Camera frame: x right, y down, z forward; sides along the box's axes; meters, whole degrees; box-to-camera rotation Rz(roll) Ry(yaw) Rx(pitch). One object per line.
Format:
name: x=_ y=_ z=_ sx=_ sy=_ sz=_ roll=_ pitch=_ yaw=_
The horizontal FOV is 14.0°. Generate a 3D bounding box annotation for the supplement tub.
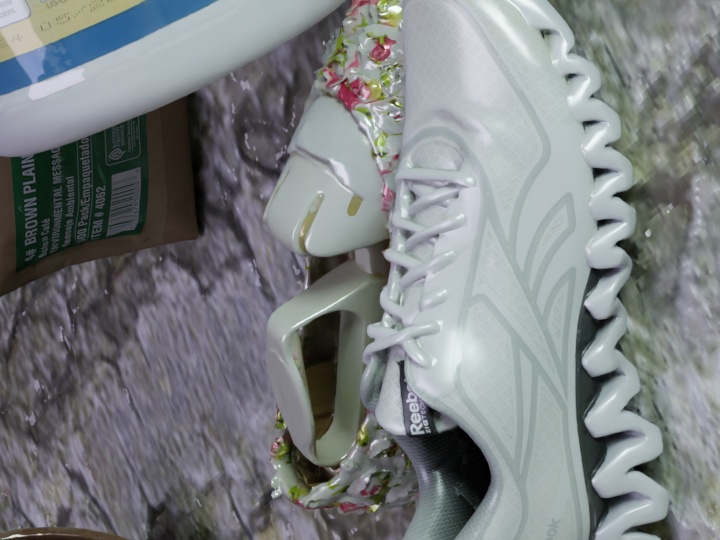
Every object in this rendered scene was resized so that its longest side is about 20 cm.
supplement tub: x=-0.100 y=-0.152 z=0.928 sx=0.145 sy=0.145 sz=0.200 roll=-2 pitch=116 yaw=61

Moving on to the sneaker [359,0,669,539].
sneaker: x=0.037 y=0.005 z=0.880 sx=0.075 sy=0.081 sz=0.200 roll=10 pitch=113 yaw=60

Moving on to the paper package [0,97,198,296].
paper package: x=-0.154 y=-0.116 z=1.120 sx=0.191 sy=0.103 sz=0.200 roll=33 pitch=133 yaw=49

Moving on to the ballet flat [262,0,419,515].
ballet flat: x=0.000 y=0.000 z=0.958 sx=0.076 sy=0.064 sz=0.200 roll=37 pitch=136 yaw=48

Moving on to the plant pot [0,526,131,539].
plant pot: x=-0.127 y=0.232 z=1.222 sx=0.187 sy=0.187 sz=0.200 roll=59 pitch=163 yaw=23
